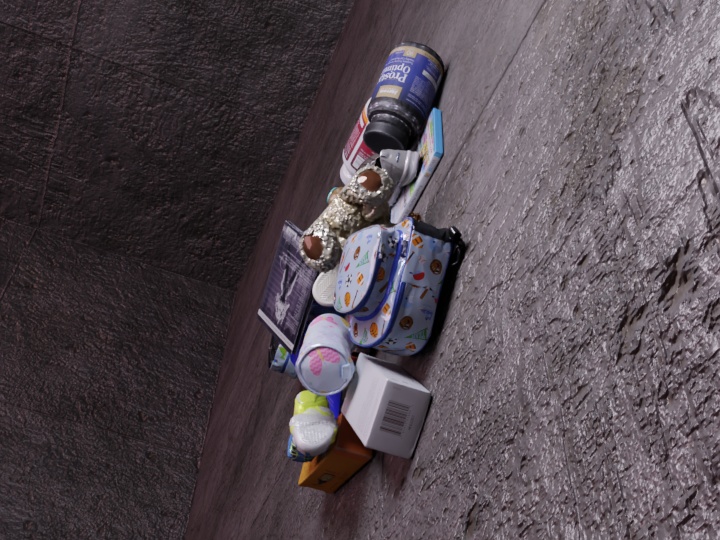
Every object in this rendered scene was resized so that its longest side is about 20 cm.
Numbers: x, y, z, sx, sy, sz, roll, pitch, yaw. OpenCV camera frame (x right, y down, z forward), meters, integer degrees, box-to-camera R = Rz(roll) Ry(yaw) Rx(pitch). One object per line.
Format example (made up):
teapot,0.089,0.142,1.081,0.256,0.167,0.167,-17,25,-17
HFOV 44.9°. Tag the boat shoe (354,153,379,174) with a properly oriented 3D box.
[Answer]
boat shoe,0.022,-0.165,1.781,0.200,0.073,0.076,-45,55,35

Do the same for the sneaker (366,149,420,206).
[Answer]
sneaker,0.044,-0.181,1.624,0.200,0.081,0.075,131,154,-64

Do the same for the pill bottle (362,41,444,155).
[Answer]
pill bottle,0.077,-0.317,1.635,0.202,0.111,0.112,-68,11,-21

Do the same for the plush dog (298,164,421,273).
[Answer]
plush dog,0.011,-0.051,1.454,0.200,0.171,0.160,-50,3,-4

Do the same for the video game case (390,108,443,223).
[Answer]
video game case,0.102,-0.181,1.611,0.144,0.018,0.201,-86,18,-49

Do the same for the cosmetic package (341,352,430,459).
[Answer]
cosmetic package,0.033,0.193,1.272,0.200,0.073,0.103,-147,76,-79

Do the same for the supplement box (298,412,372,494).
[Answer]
supplement box,-0.040,0.306,1.442,0.200,0.066,0.069,125,159,-51

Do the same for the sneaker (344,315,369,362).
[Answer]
sneaker,0.008,0.107,1.514,0.201,0.067,0.109,153,131,-76

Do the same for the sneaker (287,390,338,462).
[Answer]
sneaker,-0.078,0.270,1.374,0.200,0.075,0.106,-90,9,-77

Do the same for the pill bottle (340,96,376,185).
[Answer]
pill bottle,0.030,-0.257,1.805,0.200,0.112,0.114,123,161,-47

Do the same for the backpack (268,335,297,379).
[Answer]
backpack,-0.138,0.146,1.956,0.164,0.153,0.200,-57,-2,42

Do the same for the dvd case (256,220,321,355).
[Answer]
dvd case,-0.126,0.030,1.585,0.149,0.016,0.202,38,115,49

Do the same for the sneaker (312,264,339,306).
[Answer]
sneaker,0.000,0.000,1.543,0.199,0.075,0.085,-34,-4,-13

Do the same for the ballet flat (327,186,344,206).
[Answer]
ballet flat,0.009,-0.106,1.700,0.068,0.072,0.200,-59,-31,-3

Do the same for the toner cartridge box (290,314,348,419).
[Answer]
toner cartridge box,-0.064,0.172,1.546,0.200,0.043,0.096,46,137,47

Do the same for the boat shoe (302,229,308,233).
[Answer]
boat shoe,-0.032,-0.052,1.624,0.067,0.198,0.074,-147,45,-69

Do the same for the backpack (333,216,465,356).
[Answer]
backpack,0.048,0.027,1.286,0.200,0.152,0.193,158,119,-70

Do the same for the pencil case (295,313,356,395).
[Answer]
pencil case,-0.051,0.132,1.387,0.200,0.090,0.084,-76,3,-79

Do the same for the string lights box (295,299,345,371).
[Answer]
string lights box,-0.071,0.094,1.652,0.059,0.102,0.202,-97,10,-63
